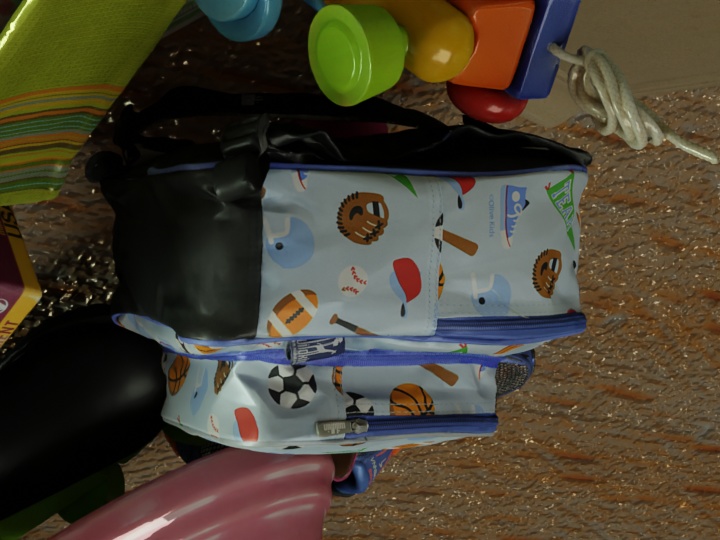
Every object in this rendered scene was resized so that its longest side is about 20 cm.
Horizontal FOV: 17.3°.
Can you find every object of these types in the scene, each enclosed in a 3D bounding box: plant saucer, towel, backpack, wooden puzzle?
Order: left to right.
[{"bbox_3d":[-0.108,-0.084,0.902,0.086,0.018,0.200,-19,158,-46],"label":"towel"},{"bbox_3d":[-0.094,0.146,1.097,0.199,0.051,0.201,-28,166,-8],"label":"plant saucer"},{"bbox_3d":[0.000,0.000,0.981,0.189,0.200,0.156,-8,99,-19],"label":"backpack"},{"bbox_3d":[0.117,-0.121,1.029,0.199,0.038,0.184,-11,158,37],"label":"wooden puzzle"}]

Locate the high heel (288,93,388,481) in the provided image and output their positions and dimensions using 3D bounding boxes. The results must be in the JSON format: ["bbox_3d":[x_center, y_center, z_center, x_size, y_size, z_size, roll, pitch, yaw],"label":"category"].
[{"bbox_3d":[-0.007,0.007,1.113,0.067,0.097,0.201,-13,143,-17],"label":"high heel"}]

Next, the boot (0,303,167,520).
[{"bbox_3d":[-0.179,0.101,1.047,0.197,0.163,0.074,-23,108,25],"label":"boot"}]

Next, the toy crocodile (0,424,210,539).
[{"bbox_3d":[-0.128,0.073,1.162,0.200,0.062,0.067,-38,144,24],"label":"toy crocodile"}]

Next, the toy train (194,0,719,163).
[{"bbox_3d":[0.031,-0.088,0.902,0.115,0.200,0.085,-18,137,-40],"label":"toy train"}]

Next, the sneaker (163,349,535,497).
[{"bbox_3d":[0.001,0.079,1.227,0.198,0.079,0.076,-18,145,-12],"label":"sneaker"}]

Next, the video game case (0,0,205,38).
[{"bbox_3d":[-0.129,-0.132,0.886,0.199,0.022,0.183,-30,145,-13],"label":"video game case"}]

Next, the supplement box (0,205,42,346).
[{"bbox_3d":[-0.246,-0.001,0.958,0.199,0.086,0.110,11,131,-41],"label":"supplement box"}]
